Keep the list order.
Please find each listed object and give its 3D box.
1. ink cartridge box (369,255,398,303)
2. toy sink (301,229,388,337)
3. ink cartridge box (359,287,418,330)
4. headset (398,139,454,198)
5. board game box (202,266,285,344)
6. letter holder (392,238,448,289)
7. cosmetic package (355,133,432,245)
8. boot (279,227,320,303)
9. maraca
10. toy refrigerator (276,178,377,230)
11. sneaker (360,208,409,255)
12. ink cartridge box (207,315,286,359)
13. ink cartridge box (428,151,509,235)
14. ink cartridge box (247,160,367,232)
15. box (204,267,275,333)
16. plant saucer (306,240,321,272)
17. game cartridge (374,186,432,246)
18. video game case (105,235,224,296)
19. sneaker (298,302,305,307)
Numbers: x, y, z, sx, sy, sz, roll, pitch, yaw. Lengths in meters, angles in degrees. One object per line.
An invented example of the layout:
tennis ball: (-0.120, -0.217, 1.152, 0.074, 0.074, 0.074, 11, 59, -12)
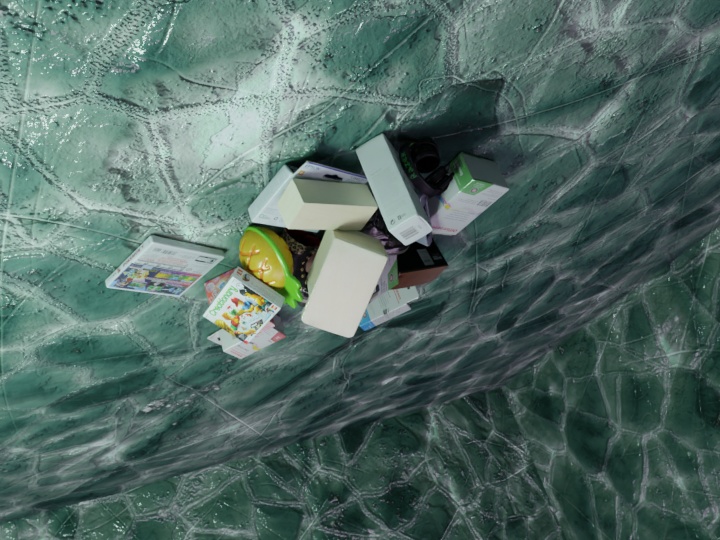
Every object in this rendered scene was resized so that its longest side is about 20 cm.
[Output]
ink cartridge box: (0.000, 0.000, 1.572, 0.198, 0.083, 0.150, -33, 126, -42)
toy sink: (-0.042, 0.018, 1.409, 0.127, 0.113, 0.204, 18, 108, -16)
ink cartridge box: (0.073, 0.080, 1.919, 0.196, 0.118, 0.067, -25, 156, 7)
headset: (0.141, -0.207, 1.388, 0.093, 0.126, 0.197, -35, 161, 33)
board game box: (-0.263, 0.082, 1.452, 0.125, 0.035, 0.200, 34, 138, -12)
letter holder: (0.114, -0.003, 1.763, 0.196, 0.102, 0.143, -8, 150, -43)
cosmetic package: (0.068, -0.163, 1.310, 0.073, 0.205, 0.101, -26, 157, 15)
boot: (-0.137, -0.012, 1.536, 0.196, 0.074, 0.151, 26, 123, -21)
maraca: (-0.194, -0.008, 1.426, 0.106, 0.202, 0.137, -35, 177, -30)
toy refrigerator: (-0.066, -0.134, 1.323, 0.196, 0.071, 0.076, -3, 145, -42)
sneaker: (0.036, -0.105, 1.483, 0.195, 0.078, 0.115, 23, 145, -11)
ink cartridge box: (-0.326, 0.190, 1.862, 0.196, 0.069, 0.117, -26, 156, 8)
ink cartridge box: (0.234, -0.178, 1.563, 0.143, 0.089, 0.200, 3, 144, -42)
ink cartridge box: (-0.106, -0.163, 1.361, 0.197, 0.041, 0.199, 6, 142, -48)
box: (-0.300, 0.089, 1.635, 0.093, 0.105, 0.200, -23, 155, 5)
plant saucer: (-0.115, -0.020, 1.655, 0.195, 0.035, 0.202, -20, 155, -9)
game cartridge: (0.097, -0.136, 1.487, 0.041, 0.131, 0.201, -54, 154, -18)
video game case: (-0.428, -0.005, 1.433, 0.181, 0.023, 0.198, -36, 154, 27)
sneaker: (-0.074, 0.098, 1.828, 0.195, 0.118, 0.076, -14, 156, -19)
